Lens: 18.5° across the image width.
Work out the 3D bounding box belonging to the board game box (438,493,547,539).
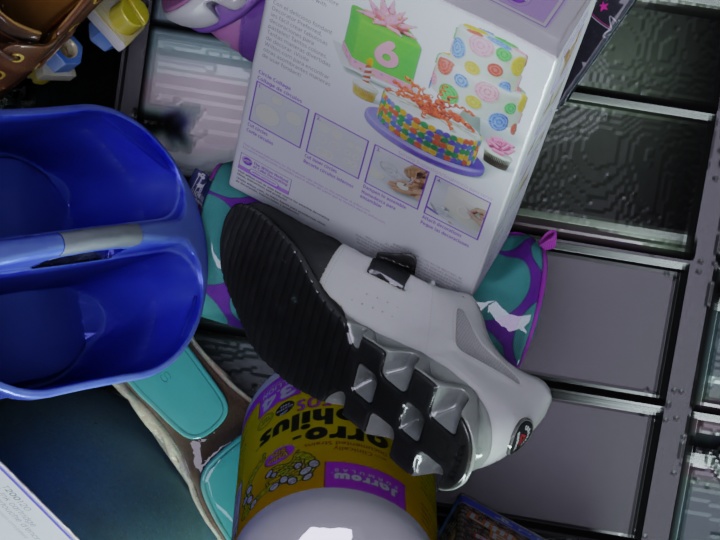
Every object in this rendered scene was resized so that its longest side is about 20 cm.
[{"bbox_3d":[0.055,0.231,1.171,0.097,0.200,0.160,29,100,-1],"label":"board game box"}]

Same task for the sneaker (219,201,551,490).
[{"bbox_3d":[0.012,0.030,1.122,0.200,0.088,0.074,42,133,26],"label":"sneaker"}]

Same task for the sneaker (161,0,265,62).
[{"bbox_3d":[-0.009,-0.180,1.179,0.200,0.081,0.088,-38,119,15],"label":"sneaker"}]

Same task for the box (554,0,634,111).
[{"bbox_3d":[0.112,-0.196,1.139,0.115,0.132,0.200,35,99,2],"label":"box"}]

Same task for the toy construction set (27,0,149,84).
[{"bbox_3d":[-0.163,-0.208,1.156,0.092,0.131,0.200,-8,111,42],"label":"toy construction set"}]

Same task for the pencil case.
[{"bbox_3d":[0.000,0.000,1.200,0.200,0.085,0.092,15,71,2],"label":"pencil case"}]

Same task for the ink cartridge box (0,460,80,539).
[{"bbox_3d":[-0.251,0.085,1.068,0.200,0.043,0.198,-12,132,31],"label":"ink cartridge box"}]

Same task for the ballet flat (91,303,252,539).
[{"bbox_3d":[-0.081,0.089,1.233,0.067,0.062,0.200,-33,104,-5],"label":"ballet flat"}]

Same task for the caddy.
[{"bbox_3d":[-0.160,-0.008,1.093,0.105,0.200,0.141,-13,88,38],"label":"caddy"}]

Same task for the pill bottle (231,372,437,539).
[{"bbox_3d":[-0.013,0.132,1.111,0.104,0.200,0.104,0,118,0],"label":"pill bottle"}]

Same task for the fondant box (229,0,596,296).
[{"bbox_3d":[0.021,-0.088,1.089,0.144,0.058,0.200,28,144,9],"label":"fondant box"}]

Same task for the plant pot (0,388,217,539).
[{"bbox_3d":[-0.186,0.170,1.215,0.200,0.135,0.200,1,98,5],"label":"plant pot"}]

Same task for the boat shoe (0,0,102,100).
[{"bbox_3d":[-0.178,-0.129,1.084,0.200,0.068,0.072,-39,102,12],"label":"boat shoe"}]
